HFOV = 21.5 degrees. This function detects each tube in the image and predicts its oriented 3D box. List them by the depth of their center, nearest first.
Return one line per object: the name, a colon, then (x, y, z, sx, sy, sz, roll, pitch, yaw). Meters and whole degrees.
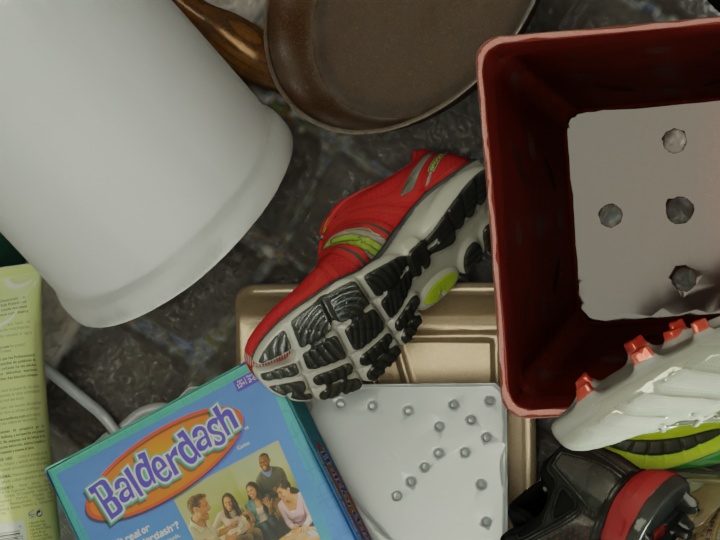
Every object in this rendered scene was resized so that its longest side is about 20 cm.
tube: (-0.212, 0.098, 1.124, 0.052, 0.058, 0.201, -9, 90, 25)

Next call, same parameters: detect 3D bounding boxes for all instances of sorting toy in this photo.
sorting toy: (0.016, 0.105, 1.165, 0.185, 0.036, 0.201, -1, 97, 10)

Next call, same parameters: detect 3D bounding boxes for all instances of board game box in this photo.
board game box: (-0.072, 0.169, 1.094, 0.152, 0.045, 0.200, -28, 78, 6)
board game box: (-0.011, 0.168, 1.119, 0.199, 0.026, 0.201, -1, 81, 11)

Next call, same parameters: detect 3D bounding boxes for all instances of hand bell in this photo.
hand bell: (-0.118, -0.170, 1.160, 0.200, 0.104, 0.104, 36, 98, -7)

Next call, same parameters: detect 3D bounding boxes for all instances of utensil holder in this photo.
utensil holder: (-0.163, -0.096, 1.076, 0.170, 0.170, 0.200, -36, 117, 9)

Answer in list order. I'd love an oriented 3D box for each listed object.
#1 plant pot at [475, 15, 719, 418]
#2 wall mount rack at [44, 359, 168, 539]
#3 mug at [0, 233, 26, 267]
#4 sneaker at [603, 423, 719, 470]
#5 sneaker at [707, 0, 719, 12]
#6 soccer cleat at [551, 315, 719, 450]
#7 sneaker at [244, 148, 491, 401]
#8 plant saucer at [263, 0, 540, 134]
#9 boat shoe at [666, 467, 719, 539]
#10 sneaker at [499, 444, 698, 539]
plant pot: (0.179, -0.033, 1.057, 0.199, 0.176, 0.200, -4, 92, 10)
wall mount rack: (-0.200, 0.138, 1.180, 0.200, 0.075, 0.174, -42, 82, 8)
mug: (-0.293, -0.028, 1.166, 0.152, 0.114, 0.185, 30, 97, 7)
sneaker: (0.224, 0.080, 1.109, 0.199, 0.084, 0.074, 0, 90, -9)
sneaker: (0.193, -0.195, 1.099, 0.199, 0.074, 0.088, 3, 87, 4)
soccer cleat: (0.192, 0.051, 0.938, 0.200, 0.069, 0.078, -28, 91, 7)
sneaker: (0.000, 0.000, 1.112, 0.085, 0.077, 0.200, 25, 54, 39)
plant saucer: (0.031, -0.166, 1.107, 0.200, 0.032, 0.201, -17, 59, 30)
boat shoe: (0.204, 0.153, 1.117, 0.199, 0.065, 0.072, -1, 92, 10)
sneaker: (0.126, 0.172, 1.083, 0.098, 0.071, 0.201, 32, 138, 27)
